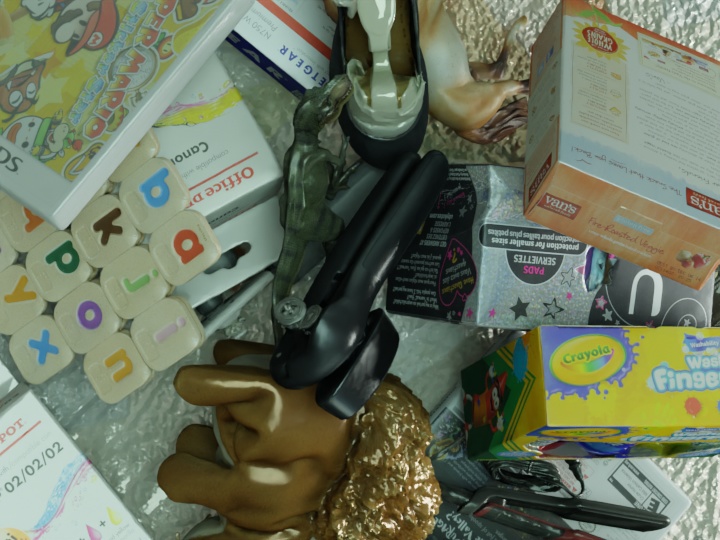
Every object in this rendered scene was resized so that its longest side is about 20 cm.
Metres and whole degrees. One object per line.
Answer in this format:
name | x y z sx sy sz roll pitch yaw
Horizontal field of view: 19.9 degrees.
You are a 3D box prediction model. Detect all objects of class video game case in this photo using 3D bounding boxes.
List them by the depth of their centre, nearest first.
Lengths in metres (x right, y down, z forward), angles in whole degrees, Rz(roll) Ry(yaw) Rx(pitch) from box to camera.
video game case | -0.195 -0.145 1.361 0.182 0.023 0.200 32 77 32
video game case | 0.122 0.175 1.539 0.200 0.023 0.182 44 80 -13

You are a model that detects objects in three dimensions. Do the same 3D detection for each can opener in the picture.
can opener | 0.000 0.000 1.376 0.079 0.063 0.200 47 58 -39
can opener | -0.059 -0.018 1.469 0.200 0.053 0.067 -38 101 -11

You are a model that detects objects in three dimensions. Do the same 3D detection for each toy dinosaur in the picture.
toy dinosaur | -0.029 -0.038 1.404 0.047 0.088 0.201 14 101 28

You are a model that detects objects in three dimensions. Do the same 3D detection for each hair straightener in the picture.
hair straightener | 0.137 0.164 1.519 0.199 0.041 0.077 17 66 -10

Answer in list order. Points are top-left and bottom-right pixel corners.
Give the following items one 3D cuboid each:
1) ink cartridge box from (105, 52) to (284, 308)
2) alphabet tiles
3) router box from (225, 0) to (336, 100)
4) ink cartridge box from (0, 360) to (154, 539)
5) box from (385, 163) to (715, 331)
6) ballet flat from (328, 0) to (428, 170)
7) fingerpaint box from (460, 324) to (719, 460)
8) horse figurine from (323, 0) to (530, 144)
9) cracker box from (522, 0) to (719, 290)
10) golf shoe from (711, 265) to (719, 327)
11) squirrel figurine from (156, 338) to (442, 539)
ink cartridge box | -0.130 -0.083 1.418 0.116 0.068 0.200 -30 85 -11
alphabet tiles | -0.186 -0.015 1.384 0.195 0.015 0.200 -34 83 31
router box | -0.048 -0.244 1.468 0.200 0.049 0.180 39 82 -13
ink cartridge box | -0.239 0.159 1.418 0.115 0.068 0.200 -40 100 -11
box | 0.138 -0.012 1.462 0.199 0.132 0.115 3 92 -29
ballet flat | 0.011 -0.148 1.389 0.073 0.073 0.201 -10 120 -14
fingerpaint box | 0.191 0.089 1.445 0.199 0.167 0.074 1 77 -17
horse figurine | 0.067 -0.161 1.465 0.132 0.050 0.200 -42 121 -16
cracker box | 0.183 -0.090 1.397 0.134 0.200 0.058 22 128 -11
golf shoe | 0.310 -0.031 1.566 0.200 0.078 0.095 -42 118 -8
squirrel figurine | -0.041 0.157 1.428 0.199 0.142 0.187 7 97 0
